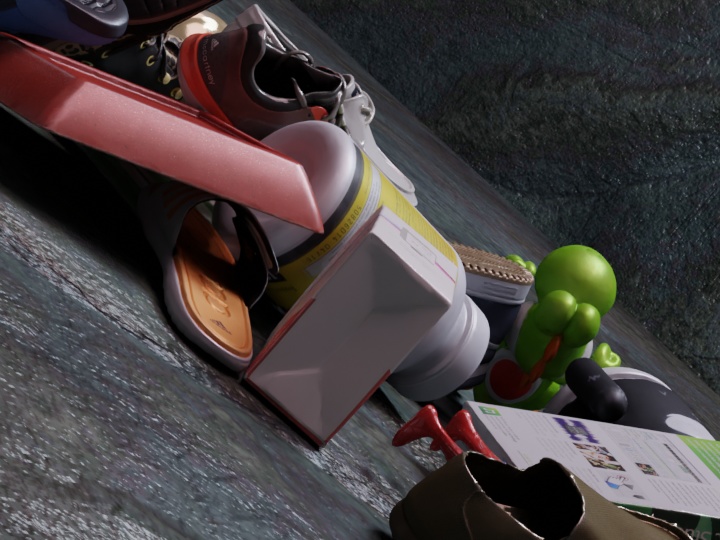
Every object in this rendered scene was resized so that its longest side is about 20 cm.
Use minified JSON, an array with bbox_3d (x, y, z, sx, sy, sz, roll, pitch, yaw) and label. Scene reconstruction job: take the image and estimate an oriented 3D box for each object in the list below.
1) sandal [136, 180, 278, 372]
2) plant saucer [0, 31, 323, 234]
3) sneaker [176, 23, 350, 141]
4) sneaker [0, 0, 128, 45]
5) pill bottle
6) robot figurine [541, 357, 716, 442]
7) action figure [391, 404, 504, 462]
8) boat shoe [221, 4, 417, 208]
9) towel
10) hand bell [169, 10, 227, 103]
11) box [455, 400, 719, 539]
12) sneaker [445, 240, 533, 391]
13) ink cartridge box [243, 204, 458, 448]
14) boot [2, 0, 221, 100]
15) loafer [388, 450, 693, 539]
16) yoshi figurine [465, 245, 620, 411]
[{"bbox_3d":[-0.081,-0.007,1.480,0.079,0.059,0.207,38,13,-26],"label":"sandal"},{"bbox_3d":[-0.136,-0.091,1.507,0.200,0.037,0.200,21,5,-30],"label":"plant saucer"},{"bbox_3d":[-0.037,-0.097,1.656,0.200,0.082,0.077,38,44,-43],"label":"sneaker"},{"bbox_3d":[-0.239,-0.176,1.519,0.200,0.079,0.066,26,25,4],"label":"sneaker"},{"bbox_3d":[0.000,0.000,1.635,0.200,0.112,0.112,46,4,-36],"label":"pill bottle"},{"bbox_3d":[0.195,0.150,1.755,0.125,0.150,0.200,11,20,-19],"label":"robot figurine"},{"bbox_3d":[0.092,0.167,1.434,0.065,0.052,0.200,20,27,-55],"label":"action figure"},{"bbox_3d":[-0.023,-0.112,1.767,0.200,0.066,0.072,42,14,-15],"label":"boat shoe"},{"bbox_3d":[-0.119,-0.043,1.673,0.153,0.023,0.200,46,8,29],"label":"towel"},{"bbox_3d":[-0.094,-0.102,1.792,0.104,0.104,0.200,33,10,-43],"label":"hand bell"},{"bbox_3d":[0.173,0.139,1.565,0.200,0.036,0.144,9,17,-18],"label":"box"},{"bbox_3d":[0.017,0.026,1.760,0.200,0.109,0.070,15,18,-17],"label":"sneaker"},{"bbox_3d":[-0.002,0.028,1.496,0.067,0.117,0.200,41,7,-2],"label":"ink cartridge box"},{"bbox_3d":[-0.149,-0.167,1.673,0.151,0.200,0.073,37,34,-65],"label":"boot"},{"bbox_3d":[0.115,0.149,1.366,0.200,0.067,0.076,12,38,-28],"label":"loafer"},{"bbox_3d":[0.140,0.043,1.848,0.200,0.112,0.112,133,-51,-65],"label":"yoshi figurine"}]
